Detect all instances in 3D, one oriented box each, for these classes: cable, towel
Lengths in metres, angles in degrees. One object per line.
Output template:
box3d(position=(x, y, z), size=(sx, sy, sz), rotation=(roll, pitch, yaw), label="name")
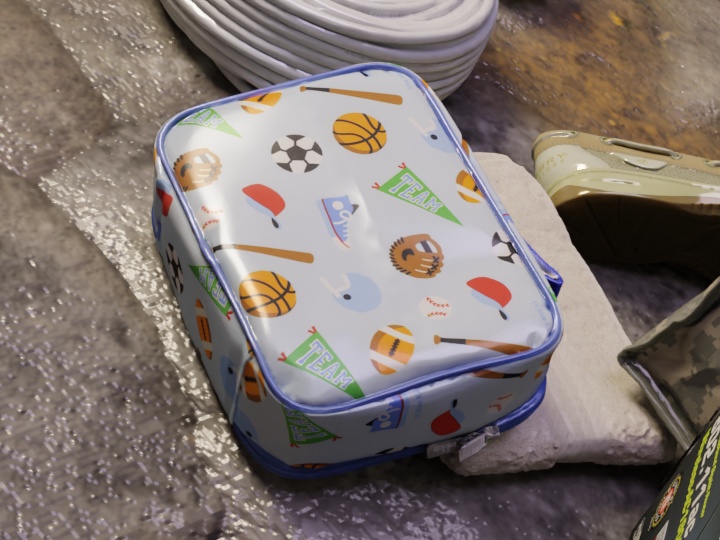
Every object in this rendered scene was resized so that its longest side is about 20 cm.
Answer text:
box3d(position=(-0.022, -0.165, 1.199), size=(0.200, 0.069, 0.200), rotation=(42, 40, 14), label="cable")
box3d(position=(0.061, 0.019, 1.083), size=(0.132, 0.034, 0.200), rotation=(-1, 49, -32), label="towel")

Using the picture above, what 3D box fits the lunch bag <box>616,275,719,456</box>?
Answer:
box3d(position=(0.250, 0.075, 1.068), size=(0.200, 0.118, 0.164), rotation=(53, 39, 9), label="lunch bag")

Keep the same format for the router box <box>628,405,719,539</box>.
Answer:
box3d(position=(0.154, 0.139, 0.915), size=(0.062, 0.150, 0.200), rotation=(28, 38, -2), label="router box")

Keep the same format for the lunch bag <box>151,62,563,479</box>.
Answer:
box3d(position=(0.000, 0.000, 1.001), size=(0.160, 0.076, 0.200), rotation=(-14, 56, -19), label="lunch bag")

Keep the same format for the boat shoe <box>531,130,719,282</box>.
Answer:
box3d(position=(0.189, -0.035, 1.195), size=(0.200, 0.073, 0.063), rotation=(6, 48, -17), label="boat shoe")
